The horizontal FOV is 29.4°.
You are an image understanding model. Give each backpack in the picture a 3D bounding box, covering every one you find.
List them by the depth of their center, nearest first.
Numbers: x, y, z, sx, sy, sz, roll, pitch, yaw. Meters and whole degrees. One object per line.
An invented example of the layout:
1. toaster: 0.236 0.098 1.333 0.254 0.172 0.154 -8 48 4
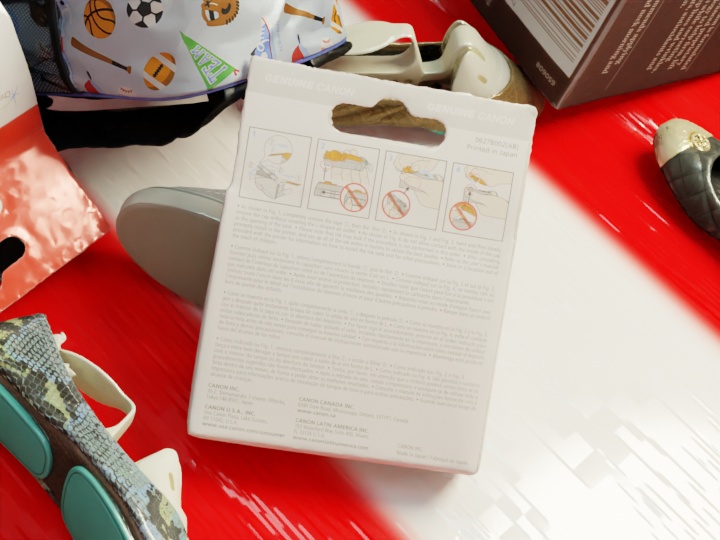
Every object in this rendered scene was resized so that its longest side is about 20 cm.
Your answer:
1. backpack: -0.105 -0.162 0.782 0.190 0.155 0.200 16 37 34

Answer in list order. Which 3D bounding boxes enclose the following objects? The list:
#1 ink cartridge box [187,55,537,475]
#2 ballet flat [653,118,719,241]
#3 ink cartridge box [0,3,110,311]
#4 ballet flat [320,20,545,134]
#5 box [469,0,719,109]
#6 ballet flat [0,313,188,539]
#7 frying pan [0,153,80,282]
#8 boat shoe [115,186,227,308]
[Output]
1. ink cartridge box: 0.000 0.000 0.738 0.160 0.050 0.202 9 89 -7
2. ballet flat: 0.268 -0.031 0.882 0.066 0.057 0.200 -30 67 -30
3. ink cartridge box: -0.232 -0.064 0.698 0.160 0.047 0.201 -40 106 -31
4. ballet flat: 0.034 -0.129 0.883 0.198 0.073 0.068 1 55 -13
5. box: 0.188 -0.234 0.918 0.199 0.166 0.165 -16 59 -35
6. ballet flat: -0.131 0.095 0.693 0.074 0.074 0.200 -31 70 -30
7. frying pan: -0.251 -0.050 0.783 0.189 0.031 0.115 22 52 5
8. boat shoe: -0.040 -0.012 0.794 0.199 0.070 0.072 18 43 -6
